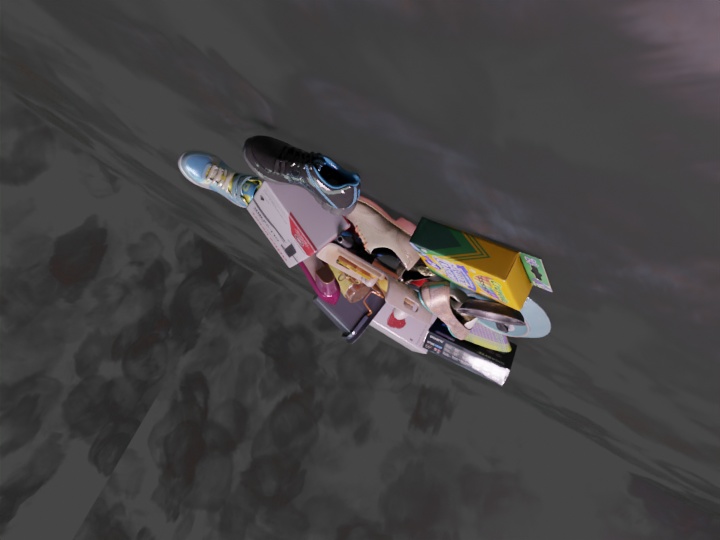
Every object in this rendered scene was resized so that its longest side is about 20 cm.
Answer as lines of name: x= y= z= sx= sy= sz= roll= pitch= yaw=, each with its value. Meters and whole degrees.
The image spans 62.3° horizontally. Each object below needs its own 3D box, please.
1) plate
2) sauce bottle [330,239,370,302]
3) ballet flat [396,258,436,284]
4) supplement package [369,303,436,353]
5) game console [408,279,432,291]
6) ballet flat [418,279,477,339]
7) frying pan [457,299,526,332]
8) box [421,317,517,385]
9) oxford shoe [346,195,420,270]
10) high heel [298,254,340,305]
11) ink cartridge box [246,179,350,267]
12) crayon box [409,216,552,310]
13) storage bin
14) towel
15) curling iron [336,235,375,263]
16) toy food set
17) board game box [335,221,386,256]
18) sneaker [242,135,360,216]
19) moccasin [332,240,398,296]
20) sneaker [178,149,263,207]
plate: x=0.249 y=0.074 z=1.090 sx=0.198 sy=0.026 sz=0.201 roll=28 pitch=159 yaw=12
sauce bottle: x=-0.054 y=-0.022 z=1.330 sx=0.201 sy=0.066 sz=0.066 roll=52 pitch=179 yaw=21
ballet flat: x=0.111 y=0.001 z=1.172 sx=0.067 sy=0.047 sz=0.200 roll=31 pitch=170 yaw=-10
supplement package: x=0.098 y=0.112 z=1.547 sx=0.198 sy=0.122 sz=0.120 roll=31 pitch=171 yaw=-9
game console: x=0.200 y=0.080 z=1.352 sx=0.198 sy=0.031 sz=0.177 roll=29 pitch=170 yaw=12
ballet flat: x=0.172 y=0.071 z=1.058 sx=0.066 sy=0.069 sz=0.200 roll=-19 pitch=150 yaw=23
frying pan: x=0.243 y=0.080 z=1.006 sx=0.188 sy=0.031 sz=0.114 roll=20 pitch=170 yaw=-42
box: x=0.254 y=0.174 z=1.374 sx=0.198 sy=0.047 sz=0.159 roll=25 pitch=-159 yaw=14
oxford shoe: x=0.016 y=-0.071 z=1.002 sx=0.198 sy=0.075 sz=0.071 roll=28 pitch=173 yaw=18
high heel: x=-0.104 y=-0.019 z=1.227 sx=0.097 sy=0.067 sz=0.201 roll=86 pitch=158 yaw=-56
ink cartridge box: x=-0.117 y=-0.097 z=1.057 sx=0.145 sy=0.083 sz=0.200 roll=54 pitch=161 yaw=-6
crayon box: x=0.183 y=-0.005 z=0.910 sx=0.198 sy=0.052 sz=0.126 roll=24 pitch=169 yaw=33
storage bin: x=-0.013 y=0.050 z=1.392 sx=0.134 sy=0.201 sz=0.145 roll=39 pitch=170 yaw=-5
towel: x=0.236 y=0.099 z=1.227 sx=0.142 sy=0.023 sz=0.201 roll=16 pitch=152 yaw=33
curling iron: x=-0.010 y=-0.044 z=1.058 sx=0.049 sy=0.026 sz=0.200 roll=30 pitch=180 yaw=15
toy food set: x=0.023 y=0.026 z=1.060 sx=0.199 sy=0.061 sz=0.143 roll=30 pitch=-179 yaw=42
board game box: x=-0.019 y=-0.080 z=1.188 sx=0.156 sy=0.039 sz=0.200 roll=26 pitch=176 yaw=-7
sneaker: x=-0.087 y=-0.163 z=0.918 sx=0.198 sy=0.074 sz=0.082 roll=25 pitch=154 yaw=-4
moccasin: x=-0.001 y=-0.001 z=1.219 sx=0.073 sy=0.079 sz=0.201 roll=25 pitch=176 yaw=40
sneaker: x=-0.284 y=-0.196 z=1.276 sx=0.198 sy=0.081 sz=0.130 roll=25 pitch=177 yaw=-35
